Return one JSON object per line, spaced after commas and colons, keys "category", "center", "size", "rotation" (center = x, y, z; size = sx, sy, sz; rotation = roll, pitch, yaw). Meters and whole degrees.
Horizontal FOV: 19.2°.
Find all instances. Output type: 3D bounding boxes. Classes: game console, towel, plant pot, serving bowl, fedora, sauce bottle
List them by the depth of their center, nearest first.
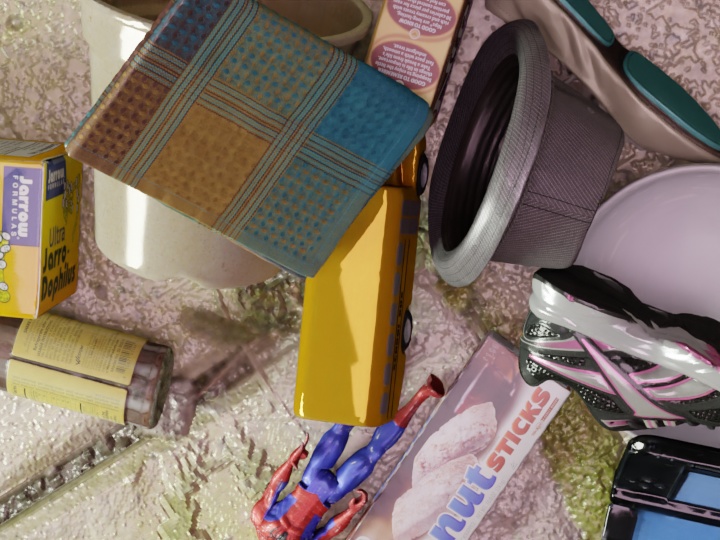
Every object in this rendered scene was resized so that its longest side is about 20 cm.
{"category": "towel", "center": [-0.066, -0.088, 1.319], "size": [0.199, 0.022, 0.147], "rotation": [27, 111, -34]}
{"category": "fedora", "center": [0.113, -0.067, 1.389], "size": [0.089, 0.200, 0.178], "rotation": [18, 100, -10]}
{"category": "plant pot", "center": [-0.103, -0.096, 1.416], "size": [0.198, 0.201, 0.185], "rotation": [11, 111, 5]}
{"category": "serving bowl", "center": [0.234, 0.021, 1.441], "size": [0.198, 0.066, 0.202], "rotation": [3, 105, 10]}
{"category": "game console", "center": [0.264, 0.203, 1.450], "size": [0.198, 0.176, 0.118], "rotation": [11, 72, 4]}
{"category": "sauce bottle", "center": [-0.233, 0.059, 1.510], "size": [0.198, 0.065, 0.065], "rotation": [16, 101, 4]}

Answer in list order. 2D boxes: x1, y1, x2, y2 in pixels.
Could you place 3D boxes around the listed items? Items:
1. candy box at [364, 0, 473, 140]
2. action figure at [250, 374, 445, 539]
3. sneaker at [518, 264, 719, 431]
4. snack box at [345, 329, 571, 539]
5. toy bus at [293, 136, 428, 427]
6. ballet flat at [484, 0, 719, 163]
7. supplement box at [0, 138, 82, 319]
{"category": "candy box", "center": [0.050, -0.194, 1.406], "size": [0.056, 0.117, 0.202], "rotation": [16, 100, 3]}
{"category": "action figure", "center": [-0.022, 0.145, 1.509], "size": [0.065, 0.052, 0.201], "rotation": [36, 104, -5]}
{"category": "sneaker", "center": [0.194, 0.071, 1.395], "size": [0.199, 0.080, 0.087], "rotation": [27, 114, 14]}
{"category": "snack box", "center": [0.065, 0.144, 1.507], "size": [0.072, 0.024, 0.201], "rotation": [33, 102, -1]}
{"category": "toy bus", "center": [0.000, 0.000, 1.443], "size": [0.064, 0.078, 0.202], "rotation": [7, 94, 15]}
{"category": "ballet flat", "center": [0.160, -0.132, 1.434], "size": [0.069, 0.069, 0.200], "rotation": [-44, 88, 12]}
{"category": "supplement box", "center": [-0.303, -0.036, 1.479], "size": [0.198, 0.109, 0.111], "rotation": [5, 100, 6]}
